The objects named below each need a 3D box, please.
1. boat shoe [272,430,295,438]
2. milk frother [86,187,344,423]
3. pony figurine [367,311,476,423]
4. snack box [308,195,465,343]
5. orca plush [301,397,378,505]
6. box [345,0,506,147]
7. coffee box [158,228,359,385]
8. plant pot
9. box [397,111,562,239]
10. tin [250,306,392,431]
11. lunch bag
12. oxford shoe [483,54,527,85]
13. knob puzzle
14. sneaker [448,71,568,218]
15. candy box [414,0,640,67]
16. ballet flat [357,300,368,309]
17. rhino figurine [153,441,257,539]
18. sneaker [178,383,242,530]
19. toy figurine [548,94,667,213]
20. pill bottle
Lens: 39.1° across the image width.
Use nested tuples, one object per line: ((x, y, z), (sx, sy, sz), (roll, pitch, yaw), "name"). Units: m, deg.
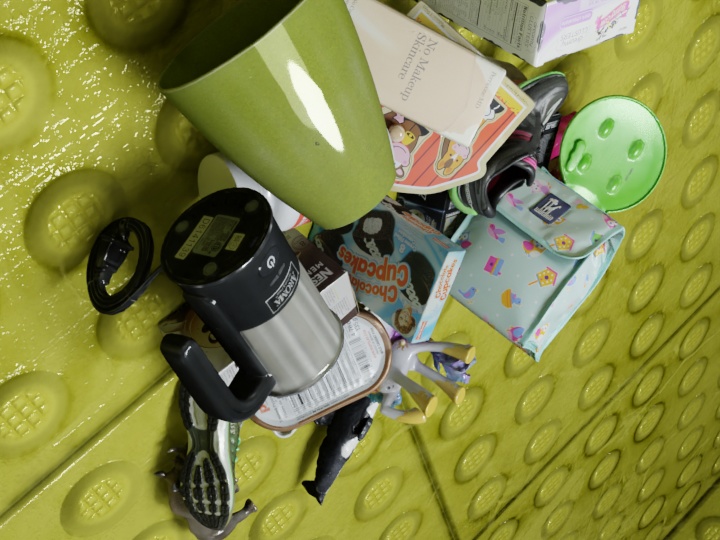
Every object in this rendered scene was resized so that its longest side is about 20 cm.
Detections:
((-0.082, 0.128, 1.267), (0.087, 0.073, 0.204), (-78, -175, -59), "boat shoe")
((-0.148, 0.029, 1.015), (0.180, 0.199, 0.189), (-44, 136, -15), "milk frother")
((0.052, 0.113, 1.356), (0.193, 0.198, 0.168), (-46, 139, -35), "pony figurine")
((0.023, -0.020, 1.174), (0.037, 0.199, 0.118), (-4, 123, -47), "snack box")
((-0.039, 0.226, 1.447), (0.202, 0.070, 0.105), (-59, -172, 18), "orca plush")
((0.041, -0.216, 1.053), (0.197, 0.078, 0.096), (22, 104, -16), "box")
((-0.113, 0.055, 1.161), (0.199, 0.113, 0.080), (-38, 141, -19), "coffee box")
((-0.054, -0.145, 0.940), (0.187, 0.187, 0.201), (-43, 116, -13), "plant pot")
((0.152, -0.131, 1.321), (0.198, 0.086, 0.166), (-20, 132, -37), "box")
((-0.055, 0.117, 1.217), (0.197, 0.114, 0.042), (-25, -177, -4), "tin")
((0.208, -0.020, 1.257), (0.201, 0.170, 0.122), (-53, 152, 2), "lunch bag")
((0.117, -0.227, 1.230), (0.197, 0.076, 0.071), (4, 139, -29), "oxford shoe")
((0.067, -0.168, 1.143), (0.215, 0.031, 0.223), (2, 115, 4), "knob puzzle")
((0.190, -0.144, 1.207), (0.201, 0.084, 0.077), (-55, 144, 3), "sneaker")
((0.180, -0.310, 1.109), (0.166, 0.199, 0.072), (-24, 136, -34), "candy box")
((0.000, 0.000, 1.273), (0.072, 0.073, 0.203), (0, 119, -47), "ballet flat")
((-0.203, 0.281, 1.293), (0.087, 0.060, 0.201), (-42, 141, -17), "rhino figurine")
((-0.166, 0.214, 1.233), (0.088, 0.076, 0.204), (-14, 108, -60), "sneaker")
((0.301, -0.145, 1.401), (0.149, 0.184, 0.202), (29, 95, -13), "toy figurine")
((-0.069, -0.105, 1.079), (0.198, 0.111, 0.113), (-21, 134, -35), "pill bottle")
